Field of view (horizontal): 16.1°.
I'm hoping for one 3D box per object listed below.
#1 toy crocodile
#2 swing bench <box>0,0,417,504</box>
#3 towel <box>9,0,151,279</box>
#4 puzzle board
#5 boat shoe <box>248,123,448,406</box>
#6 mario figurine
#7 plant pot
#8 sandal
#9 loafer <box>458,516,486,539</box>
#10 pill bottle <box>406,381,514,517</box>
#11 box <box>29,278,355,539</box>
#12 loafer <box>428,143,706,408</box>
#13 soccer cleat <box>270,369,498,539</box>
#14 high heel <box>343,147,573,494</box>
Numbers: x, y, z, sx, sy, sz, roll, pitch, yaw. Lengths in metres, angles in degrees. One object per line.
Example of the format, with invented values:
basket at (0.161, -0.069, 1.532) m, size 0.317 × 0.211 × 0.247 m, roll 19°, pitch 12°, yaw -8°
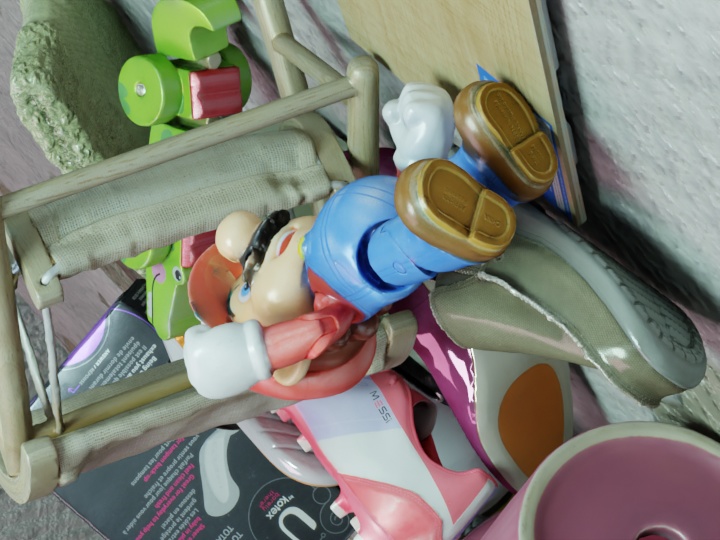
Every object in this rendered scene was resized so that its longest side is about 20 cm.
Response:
toy crocodile at (-0.091, -0.058, 1.376) m, size 0.062 × 0.067 × 0.202 m, roll 22°, pitch 114°, yaw 43°
swing bench at (-0.090, 0.000, 1.196) m, size 0.130 × 0.198 × 0.201 m, roll 43°, pitch 148°, yaw 55°
towel at (-0.156, -0.091, 1.569) m, size 0.149 × 0.036 × 0.200 m, roll -90°, pitch -25°, yaw -44°
puzzle board at (0.031, -0.113, 1.035) m, size 0.151 × 0.017 × 0.200 m, roll 42°, pitch 167°, yaw 28°
boat shoe at (0.002, -0.001, 1.356) m, size 0.199 × 0.075 × 0.066 m, roll 39°, pitch 156°, yaw 4°
mario figurine at (-0.015, -0.015, 1.060) m, size 0.200 × 0.123 × 0.107 m, roll -35°, pitch 69°, yaw 48°
plant pot at (0.125, 0.171, 1.212) m, size 0.200 × 0.199 × 0.180 m, roll 44°, pitch 152°, yaw 23°
sandal at (-0.066, 0.072, 1.426) m, size 0.207 × 0.079 × 0.060 m, roll 54°, pitch 136°, yaw 48°
loafer at (0.119, 0.191, 1.358) m, size 0.199 × 0.075 × 0.070 m, roll 23°, pitch 147°, yaw 9°
pill bottle at (0.054, 0.130, 1.481) m, size 0.112 × 0.112 × 0.200 m, roll 43°, pitch 167°, yaw 28°
box at (-0.104, 0.118, 1.564) m, size 0.200 × 0.122 × 0.106 m, roll 42°, pitch -172°, yaw -3°
loafer at (0.075, 0.013, 1.100) m, size 0.075 × 0.070 × 0.200 m, roll 32°, pitch -174°, yaw -38°
soccer cleat at (-0.005, 0.067, 1.317) m, size 0.200 × 0.076 × 0.067 m, roll 55°, pitch -178°, yaw 34°
high heel at (0.041, 0.028, 1.292) m, size 0.096 × 0.067 × 0.201 m, roll 15°, pitch 140°, yaw 53°
